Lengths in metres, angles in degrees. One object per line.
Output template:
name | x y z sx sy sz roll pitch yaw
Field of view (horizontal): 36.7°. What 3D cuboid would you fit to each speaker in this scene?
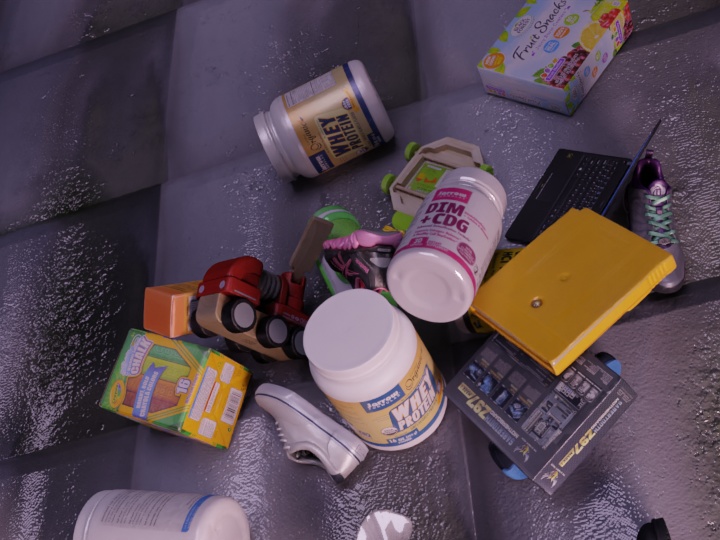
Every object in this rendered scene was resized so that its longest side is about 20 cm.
speaker | -0.015 -0.008 1.612 0.088 0.089 0.200 -30 48 2

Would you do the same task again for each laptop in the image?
laptop | 0.307 -0.124 1.518 0.200 0.103 0.178 16 62 42

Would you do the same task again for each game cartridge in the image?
game cartridge | 0.255 0.018 1.330 0.200 0.032 0.176 -39 39 -10

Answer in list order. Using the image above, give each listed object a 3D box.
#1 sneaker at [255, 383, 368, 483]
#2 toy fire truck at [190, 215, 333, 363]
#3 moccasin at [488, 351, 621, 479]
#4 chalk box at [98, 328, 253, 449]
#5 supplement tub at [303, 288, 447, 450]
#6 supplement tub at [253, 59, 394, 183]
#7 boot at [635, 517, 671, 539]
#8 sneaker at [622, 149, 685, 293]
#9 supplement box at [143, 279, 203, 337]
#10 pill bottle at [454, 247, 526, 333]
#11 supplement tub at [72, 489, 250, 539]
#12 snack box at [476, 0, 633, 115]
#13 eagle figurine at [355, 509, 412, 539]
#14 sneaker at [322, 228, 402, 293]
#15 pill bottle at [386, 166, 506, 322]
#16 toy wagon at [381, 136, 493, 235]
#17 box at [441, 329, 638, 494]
sneaker | -0.083 0.219 1.476 0.200 0.073 0.071 26 66 38
toy fire truck | -0.128 0.015 1.557 0.128 0.176 0.201 -12 60 44
moccasin | 0.237 0.168 1.357 0.200 0.081 0.068 -41 44 -9
chalk box | -0.281 0.166 1.564 0.199 0.124 0.125 10 74 30
supplement tub | 0.019 0.130 1.410 0.144 0.200 0.145 -13 50 17
supplement tub | -0.060 -0.239 1.773 0.199 0.145 0.145 -26 48 6
boot | 0.267 0.373 1.184 0.167 0.076 0.201 -8 58 15
sneaker | 0.390 -0.067 1.449 0.074 0.088 0.201 -5 51 1
supplement box | -0.221 0.049 1.598 0.066 0.200 0.069 13 102 39
pill bottle | 0.227 0.024 1.449 0.199 0.113 0.113 -5 53 23
supplement tub | -0.258 0.356 1.418 0.199 0.132 0.132 -1 55 25
snack box | 0.311 -0.356 1.735 0.168 0.068 0.200 25 67 37
eagle figurine | 0.061 0.379 1.235 0.150 0.200 0.152 17 97 -7
sneaker | 0.000 0.000 1.452 0.079 0.200 0.096 -2 86 -16
pill bottle | 0.117 -0.039 1.392 0.113 0.114 0.200 1 39 26
toy wagon | 0.105 -0.121 1.672 0.155 0.040 0.200 22 68 37
box | 0.211 0.149 1.309 0.158 0.051 0.200 -48 39 0
